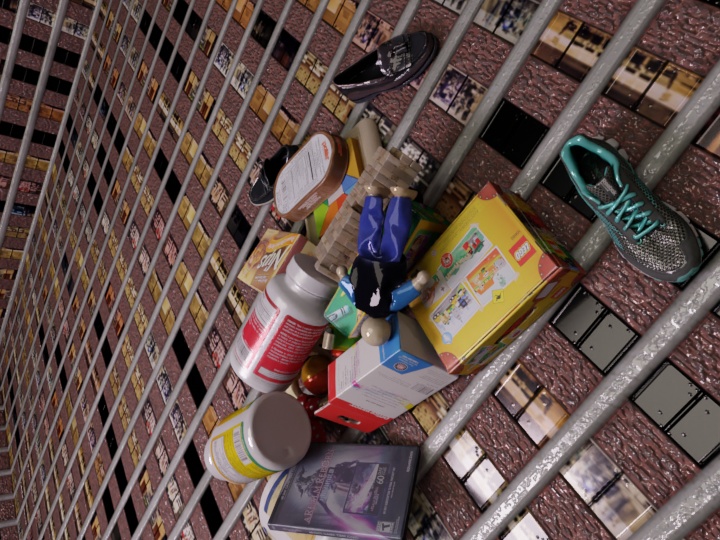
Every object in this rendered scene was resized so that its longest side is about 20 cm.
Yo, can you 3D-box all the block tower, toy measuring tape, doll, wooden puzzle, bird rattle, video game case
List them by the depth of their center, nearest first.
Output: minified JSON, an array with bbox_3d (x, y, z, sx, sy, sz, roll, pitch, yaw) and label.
[{"bbox_3d":[0.030,-0.003,0.682,0.134,0.048,0.205,9,93,30],"label":"doll"},{"bbox_3d":[-0.020,0.310,0.759,0.196,0.144,0.019,-4,122,20],"label":"video game case"},{"bbox_3d":[0.005,-0.082,0.760,0.202,0.053,0.058,-57,24,11],"label":"block tower"},{"bbox_3d":[-0.020,0.106,0.824,0.200,0.072,0.075,104,171,-86],"label":"toy measuring tape"},{"bbox_3d":[-0.090,0.197,0.912,0.162,0.112,0.202,-34,59,14],"label":"bird rattle"},{"bbox_3d":[-0.036,-0.144,0.936,0.198,0.037,0.189,-31,59,36],"label":"wooden puzzle"}]

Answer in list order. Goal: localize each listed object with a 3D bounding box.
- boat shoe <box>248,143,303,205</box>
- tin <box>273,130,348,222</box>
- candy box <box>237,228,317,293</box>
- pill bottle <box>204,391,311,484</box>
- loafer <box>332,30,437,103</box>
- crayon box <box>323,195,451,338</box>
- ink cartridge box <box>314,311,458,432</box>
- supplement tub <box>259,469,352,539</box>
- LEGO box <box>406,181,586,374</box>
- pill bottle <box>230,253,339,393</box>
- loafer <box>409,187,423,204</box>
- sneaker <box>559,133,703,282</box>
[{"bbox_3d":[-0.178,-0.197,1.085,0.198,0.061,0.076,-28,67,41],"label":"boat shoe"},{"bbox_3d":[-0.095,-0.168,0.964,0.199,0.041,0.114,-35,60,40],"label":"tin"},{"bbox_3d":[-0.153,-0.010,0.971,0.117,0.055,0.199,-59,26,-8],"label":"candy box"},{"bbox_3d":[-0.172,0.273,0.842,0.199,0.111,0.115,-36,60,42],"label":"pill bottle"},{"bbox_3d":[0.035,-0.338,0.884,0.198,0.062,0.074,-15,74,44],"label":"loafer"},{"bbox_3d":[0.041,-0.002,0.774,0.058,0.118,0.202,38,108,24],"label":"crayon box"},{"bbox_3d":[0.031,0.155,0.771,0.200,0.115,0.068,-41,35,33],"label":"ink cartridge box"},{"bbox_3d":[-0.048,0.388,0.808,0.198,0.143,0.148,19,98,45],"label":"supplement tub"},{"bbox_3d":[0.161,0.014,0.693,0.201,0.076,0.150,-50,53,28],"label":"LEGO box"},{"bbox_3d":[-0.113,0.080,0.825,0.112,0.111,0.202,46,112,39],"label":"pill bottle"},{"bbox_3d":[0.018,-0.057,0.835,0.201,0.073,0.072,-51,60,16],"label":"loafer"},{"bbox_3d":[0.280,-0.072,0.574,0.078,0.090,0.202,-48,54,30],"label":"sneaker"}]
